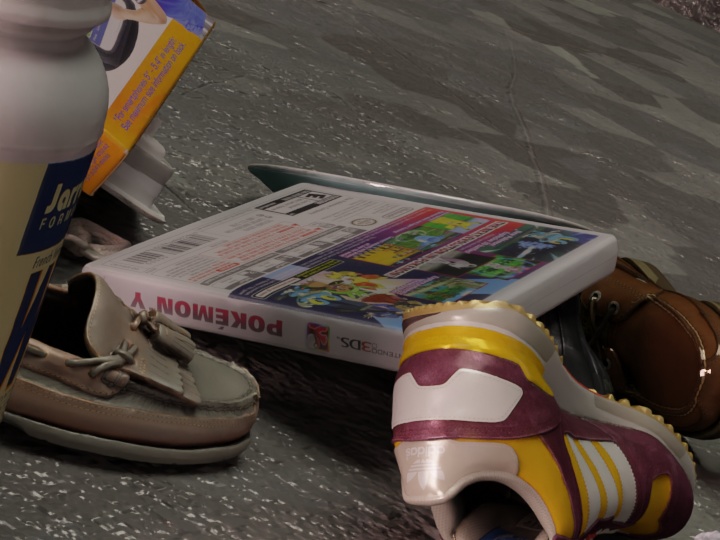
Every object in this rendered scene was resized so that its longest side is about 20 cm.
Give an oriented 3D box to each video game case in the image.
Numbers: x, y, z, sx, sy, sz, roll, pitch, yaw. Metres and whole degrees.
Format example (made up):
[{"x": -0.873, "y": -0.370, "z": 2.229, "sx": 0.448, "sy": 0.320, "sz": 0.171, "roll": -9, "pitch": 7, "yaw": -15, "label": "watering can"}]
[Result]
[{"x": 0.000, "y": 0.000, "z": 0.988, "sx": 0.181, "sy": 0.023, "sz": 0.200, "roll": 10, "pitch": 17, "yaw": 27, "label": "video game case"}]

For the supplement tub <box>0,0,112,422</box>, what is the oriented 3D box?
[{"x": -0.162, "y": -0.025, "z": 0.658, "sx": 0.144, "sy": 0.202, "sz": 0.145, "roll": 20, "pitch": 16, "yaw": -6, "label": "supplement tub"}]

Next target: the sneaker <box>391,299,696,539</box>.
[{"x": 0.072, "y": 0.089, "z": 0.862, "sx": 0.074, "sy": 0.091, "sz": 0.200, "roll": -9, "pitch": -30, "yaw": 36, "label": "sneaker"}]

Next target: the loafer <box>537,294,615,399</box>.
[{"x": 0.070, "y": 0.030, "z": 1.033, "sx": 0.070, "sy": 0.068, "sz": 0.201, "roll": 27, "pitch": 17, "yaw": -17, "label": "loafer"}]

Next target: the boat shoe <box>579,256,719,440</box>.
[{"x": 0.142, "y": 0.037, "z": 1.122, "sx": 0.067, "sy": 0.073, "sz": 0.200, "roll": 13, "pitch": 8, "yaw": -16, "label": "boat shoe"}]

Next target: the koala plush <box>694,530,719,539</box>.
[{"x": 0.226, "y": 0.110, "z": 0.735, "sx": 0.182, "sy": 0.202, "sz": 0.177, "roll": 14, "pitch": 17, "yaw": -25, "label": "koala plush"}]

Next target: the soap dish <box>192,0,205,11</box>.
[{"x": -0.202, "y": -0.177, "z": 1.147, "sx": 0.199, "sy": 0.082, "sz": 0.157, "roll": 6, "pitch": -31, "yaw": 40, "label": "soap dish"}]

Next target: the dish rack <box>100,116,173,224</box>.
[{"x": -0.176, "y": -0.103, "z": 1.056, "sx": 0.199, "sy": 0.044, "sz": 0.172, "roll": 34, "pitch": 2, "yaw": -17, "label": "dish rack"}]

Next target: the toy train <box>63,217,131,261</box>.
[{"x": -0.202, "y": -0.066, "z": 1.012, "sx": 0.199, "sy": 0.056, "sz": 0.150, "roll": 28, "pitch": 17, "yaw": 23, "label": "toy train"}]

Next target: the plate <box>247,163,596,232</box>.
[{"x": 0.033, "y": -0.029, "z": 1.183, "sx": 0.198, "sy": 0.026, "sz": 0.200, "roll": 12, "pitch": 0, "yaw": 0, "label": "plate"}]

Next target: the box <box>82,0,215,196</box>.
[{"x": -0.170, "y": -0.138, "z": 0.975, "sx": 0.200, "sy": 0.041, "sz": 0.119, "roll": 41, "pitch": 39, "yaw": -12, "label": "box"}]

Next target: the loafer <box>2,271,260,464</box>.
[{"x": -0.120, "y": 0.026, "z": 0.803, "sx": 0.198, "sy": 0.063, "sz": 0.072, "roll": 13, "pitch": 19, "yaw": -30, "label": "loafer"}]
